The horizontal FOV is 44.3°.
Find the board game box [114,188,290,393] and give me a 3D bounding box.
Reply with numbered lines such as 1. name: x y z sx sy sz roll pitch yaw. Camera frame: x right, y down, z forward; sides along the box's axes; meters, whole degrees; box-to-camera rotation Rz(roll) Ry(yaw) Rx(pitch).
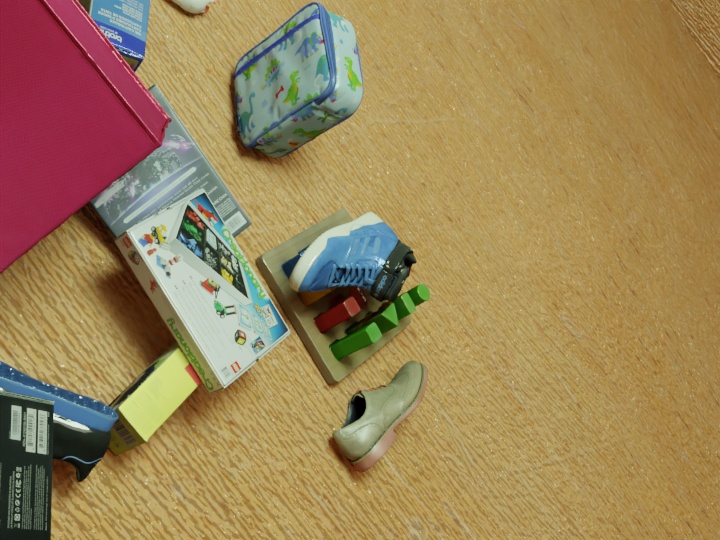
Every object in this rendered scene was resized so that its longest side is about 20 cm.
1. board game box: -0.175 0.020 1.006 0.126 0.034 0.202 -37 99 -47

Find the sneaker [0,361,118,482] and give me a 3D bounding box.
1. sneaker: -0.343 0.141 0.867 0.198 0.070 0.079 25 88 -12

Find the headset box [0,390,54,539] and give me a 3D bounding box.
1. headset box: -0.354 0.208 0.731 0.092 0.198 0.177 26 52 -52

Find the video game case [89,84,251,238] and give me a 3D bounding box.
1. video game case: -0.240 -0.093 1.043 0.142 0.019 0.201 -38 111 -12

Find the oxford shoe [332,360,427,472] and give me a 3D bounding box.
1. oxford shoe: 0.031 0.179 1.209 0.075 0.070 0.200 46 43 -7

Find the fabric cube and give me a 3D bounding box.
1. fabric cube: -0.328 -0.154 0.876 0.197 0.199 0.200 51 3 -18

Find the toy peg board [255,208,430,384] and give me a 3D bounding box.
1. toy peg board: -0.008 0.017 1.237 0.199 0.097 0.201 -33 93 -48

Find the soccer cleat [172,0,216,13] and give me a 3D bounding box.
1. soccer cleat: -0.242 -0.468 1.294 0.077 0.069 0.203 19 59 -33

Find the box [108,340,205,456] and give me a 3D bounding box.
1. box: -0.211 0.119 1.002 0.050 0.075 0.200 52 42 -10

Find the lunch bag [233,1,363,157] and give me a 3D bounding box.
1. lunch bag: -0.093 -0.263 1.228 0.082 0.199 0.163 16 59 -45

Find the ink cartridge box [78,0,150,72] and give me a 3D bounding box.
1. ink cartridge box: -0.314 -0.283 1.070 0.076 0.136 0.203 18 56 -30

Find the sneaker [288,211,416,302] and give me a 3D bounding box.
1. sneaker: 0.001 -0.001 1.148 0.111 0.077 0.199 40 35 14
